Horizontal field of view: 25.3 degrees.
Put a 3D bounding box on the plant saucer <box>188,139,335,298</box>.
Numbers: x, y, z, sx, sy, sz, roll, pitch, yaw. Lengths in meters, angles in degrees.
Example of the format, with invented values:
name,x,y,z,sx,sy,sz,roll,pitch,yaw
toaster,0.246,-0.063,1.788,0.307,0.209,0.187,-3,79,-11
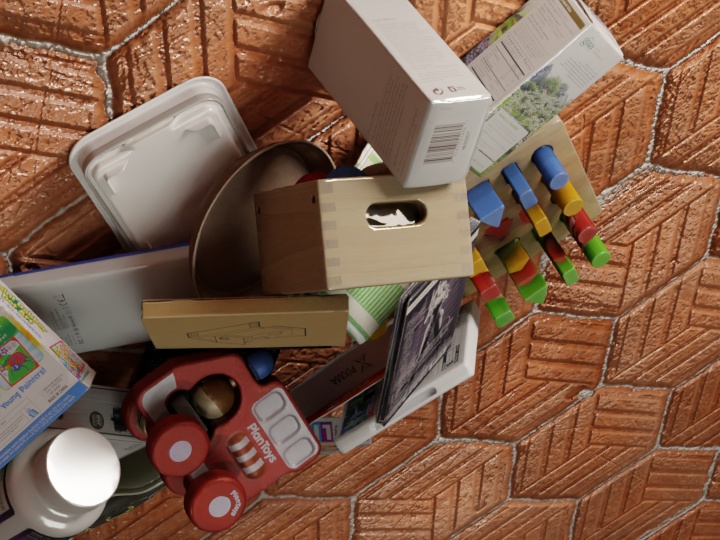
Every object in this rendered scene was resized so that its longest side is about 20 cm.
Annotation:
name,x,y,z,sx,sy,sz,roll,pitch,yaw
plant saucer,-0.103,-0.046,1.621,0.200,0.034,0.202,-33,140,-32

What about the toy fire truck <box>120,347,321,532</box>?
name,x,y,z,sx,sy,sz,roll,pitch,yaw
toy fire truck,-0.148,0.165,1.712,0.167,0.112,0.201,-35,121,-11

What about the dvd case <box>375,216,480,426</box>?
name,x,y,z,sx,sy,sz,roll,pitch,yaw
dvd case,0.070,0.056,1.709,0.149,0.016,0.201,-46,157,-39

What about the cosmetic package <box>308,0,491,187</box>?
name,x,y,z,sx,sy,sz,roll,pitch,yaw
cosmetic package,0.033,-0.177,1.493,0.073,0.201,0.102,-8,136,-30

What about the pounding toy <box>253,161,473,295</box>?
name,x,y,z,sx,sy,sz,roll,pitch,yaw
pounding toy,0.012,-0.057,1.554,0.198,0.144,0.184,-6,180,-26

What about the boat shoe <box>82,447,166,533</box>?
name,x,y,z,sx,sy,sz,roll,pitch,yaw
boat shoe,-0.288,0.254,1.899,0.200,0.072,0.061,-23,147,4

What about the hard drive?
name,x,y,z,sx,sy,sz,roll,pitch,yaw
hard drive,-0.260,0.034,1.653,0.198,0.026,0.132,-10,144,-1

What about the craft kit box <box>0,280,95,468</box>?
name,x,y,z,sx,sy,sz,roll,pitch,yaw
craft kit box,-0.400,0.102,1.583,0.200,0.049,0.198,-40,107,15

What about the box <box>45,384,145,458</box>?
name,x,y,z,sx,sy,sz,roll,pitch,yaw
box,-0.338,0.164,1.736,0.199,0.061,0.116,11,153,-40

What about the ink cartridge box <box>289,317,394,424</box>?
name,x,y,z,sx,sy,sz,roll,pitch,yaw
ink cartridge box,-0.009,0.114,1.825,0.200,0.044,0.173,-35,179,36

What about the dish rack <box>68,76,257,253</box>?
name,x,y,z,sx,sy,sz,roll,pitch,yaw
dish rack,-0.180,-0.087,1.594,0.171,0.044,0.201,-28,142,-1

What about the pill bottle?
name,x,y,z,sx,sy,sz,roll,pitch,yaw
pill bottle,-0.328,0.229,1.663,0.111,0.112,0.200,3,158,-35

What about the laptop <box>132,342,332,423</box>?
name,x,y,z,sx,sy,sz,roll,pitch,yaw
laptop,-0.154,0.133,1.812,0.176,0.103,0.201,1,126,-33

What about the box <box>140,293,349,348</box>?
name,x,y,z,sx,sy,sz,roll,pitch,yaw
box,-0.111,0.053,1.594,0.198,0.021,0.164,-2,166,-2

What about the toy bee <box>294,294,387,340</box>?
name,x,y,z,sx,sy,sz,roll,pitch,yaw
toy bee,0.000,0.000,1.757,0.109,0.131,0.200,-45,-179,44

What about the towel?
name,x,y,z,sx,sy,sz,roll,pitch,yaw
towel,0.016,-0.040,1.686,0.153,0.023,0.201,44,73,-34

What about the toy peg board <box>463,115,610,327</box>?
name,x,y,z,sx,sy,sz,roll,pitch,yaw
toy peg board,0.184,-0.044,1.832,0.199,0.098,0.199,-32,143,3

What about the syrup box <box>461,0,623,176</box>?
name,x,y,z,sx,sy,sz,roll,pitch,yaw
syrup box,0.163,-0.198,1.655,0.200,0.082,0.079,-41,143,14

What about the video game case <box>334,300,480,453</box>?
name,x,y,z,sx,sy,sz,roll,pitch,yaw
video game case,0.058,0.122,1.873,0.181,0.200,0.023,-33,103,16

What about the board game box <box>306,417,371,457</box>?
name,x,y,z,sx,sy,sz,roll,pitch,yaw
board game box,-0.105,0.204,1.931,0.199,0.035,0.134,2,166,-35
